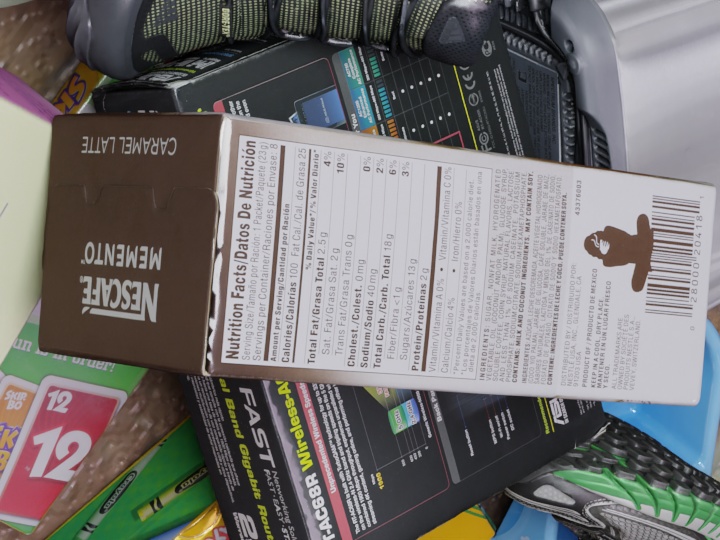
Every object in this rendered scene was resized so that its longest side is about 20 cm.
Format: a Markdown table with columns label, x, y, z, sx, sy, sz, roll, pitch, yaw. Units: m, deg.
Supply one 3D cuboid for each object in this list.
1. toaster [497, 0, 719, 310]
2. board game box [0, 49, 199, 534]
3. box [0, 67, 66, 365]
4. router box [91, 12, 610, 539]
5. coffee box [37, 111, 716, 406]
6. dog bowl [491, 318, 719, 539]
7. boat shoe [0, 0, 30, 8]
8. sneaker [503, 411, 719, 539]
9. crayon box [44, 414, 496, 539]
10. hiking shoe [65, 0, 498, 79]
| label | x | y | z | sx | sy | sz | roll | pitch | yaw |
| --- | --- | --- | --- | --- | --- | --- | --- | --- | --- |
| toaster | 0.111 | -0.066 | 0.914 | 0.129 | 0.113 | 0.201 | -21 | 120 | -28 |
| board game box | -0.107 | -0.001 | 0.858 | 0.095 | 0.030 | 0.201 | 35 | 88 | -39 |
| box | -0.215 | -0.016 | 0.735 | 0.199 | 0.097 | 0.177 | 28 | 95 | -39 |
| router box | 0.000 | 0.000 | 0.847 | 0.149 | 0.062 | 0.201 | -25 | 106 | -33 |
| coffee box | 0.007 | -0.002 | 0.744 | 0.199 | 0.114 | 0.080 | 6 | 89 | -34 |
| dog bowl | 0.112 | 0.090 | 1.027 | 0.111 | 0.050 | 0.201 | -9 | 117 | -29 |
| boat shoe | -0.091 | -0.149 | 0.777 | 0.200 | 0.061 | 0.072 | -23 | 153 | -21 |
| sneaker | 0.126 | 0.124 | 0.972 | 0.200 | 0.078 | 0.085 | 33 | 93 | -39 |
| crayon box | -0.052 | 0.126 | 0.931 | 0.200 | 0.058 | 0.119 | -41 | 127 | -11 |
| hiking shoe | -0.002 | -0.109 | 0.759 | 0.199 | 0.101 | 0.076 | -30 | 154 | -17 |
